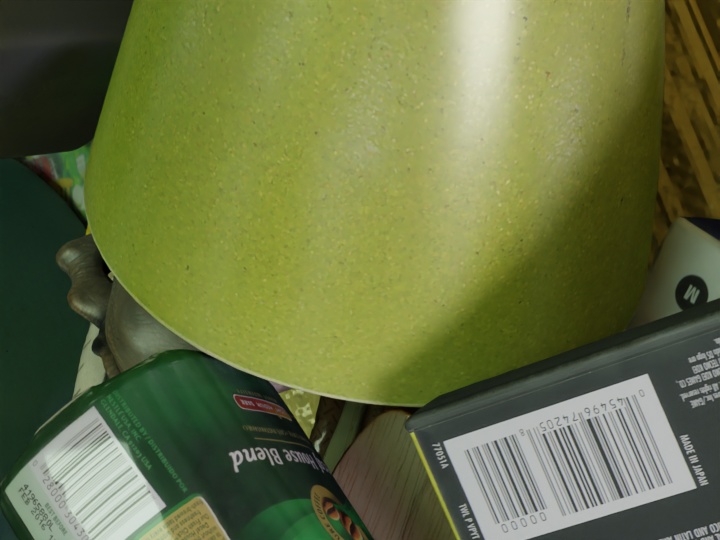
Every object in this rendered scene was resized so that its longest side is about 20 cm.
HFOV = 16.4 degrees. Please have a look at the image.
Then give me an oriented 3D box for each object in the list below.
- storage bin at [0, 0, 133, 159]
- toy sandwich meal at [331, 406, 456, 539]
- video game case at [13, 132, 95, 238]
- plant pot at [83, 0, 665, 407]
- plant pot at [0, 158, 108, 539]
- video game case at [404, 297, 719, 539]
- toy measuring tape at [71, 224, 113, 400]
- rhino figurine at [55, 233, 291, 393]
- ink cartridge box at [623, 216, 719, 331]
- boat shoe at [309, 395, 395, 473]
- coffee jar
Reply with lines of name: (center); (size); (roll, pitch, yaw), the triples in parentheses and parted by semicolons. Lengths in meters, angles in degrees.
storage bin: (-0.169, -0.108, 0.937); (0.145, 0.200, 0.135); (-42, 73, 30)
toy sandwich meal: (0.068, 0.115, 0.783); (0.204, 0.070, 0.207); (2, 92, 41)
video game case: (-0.162, -0.089, 1.059); (0.181, 0.022, 0.201); (-4, 87, 39)
plant pot: (0.019, -0.096, 0.755); (0.187, 0.187, 0.201); (41, 136, 32)
plant pot: (-0.213, 0.056, 0.991); (0.200, 0.161, 0.202); (8, 102, 37)
video game case: (0.130, 0.093, 0.685); (0.199, 0.025, 0.182); (-21, 95, 33)
toy measuring tape: (-0.069, 0.009, 0.928); (0.073, 0.073, 0.201); (-22, 46, 37)
rhino figurine: (0.000, 0.000, 0.848); (0.060, 0.199, 0.088); (88, 167, -51)
ink cartridge box: (0.140, 0.114, 0.796); (0.199, 0.040, 0.201); (33, 110, 35)
boat shoe: (0.012, 0.102, 0.894); (0.076, 0.072, 0.201); (11, 88, 4)
coffee jar: (-0.019, 0.125, 0.745); (0.085, 0.104, 0.200); (-39, 69, 10)
